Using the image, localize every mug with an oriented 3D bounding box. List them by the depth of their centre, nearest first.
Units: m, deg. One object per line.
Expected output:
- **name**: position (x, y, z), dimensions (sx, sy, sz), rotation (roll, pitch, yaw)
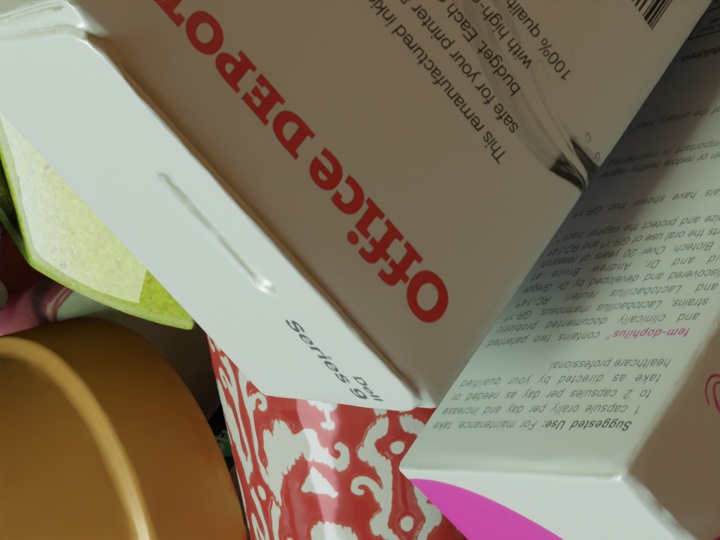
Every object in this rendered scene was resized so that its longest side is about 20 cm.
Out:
- **mug**: position (0.010, 0.002, 0.738), dimensions (0.132, 0.178, 0.201), rotation (3, 120, 18)

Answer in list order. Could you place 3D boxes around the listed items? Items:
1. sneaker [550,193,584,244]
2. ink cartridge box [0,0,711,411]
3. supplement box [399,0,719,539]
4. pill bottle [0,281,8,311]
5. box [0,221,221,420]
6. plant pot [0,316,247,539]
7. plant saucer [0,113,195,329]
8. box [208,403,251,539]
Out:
- **sneaker**: position (0.115, 0.010, 0.670), dimensions (0.075, 0.116, 0.200), rotation (-1, 133, 47)
- **ink cartridge box**: position (0.006, -0.084, 0.548), dimensions (0.146, 0.200, 0.084), rotation (48, 154, -24)
- **supplement box**: position (0.119, 0.010, 0.567), dimensions (0.101, 0.200, 0.103), rotation (47, 153, -22)
- **pill bottle**: position (-0.237, -0.044, 0.834), dimensions (0.200, 0.111, 0.111), rotation (51, 156, 5)
- **box**: position (-0.140, -0.019, 0.941), dimensions (0.199, 0.128, 0.109), rotation (22, 151, 28)
- **plant pot**: position (-0.153, 0.125, 0.789), dimensions (0.199, 0.139, 0.202), rotation (10, 103, 51)
- **plant saucer**: position (-0.131, -0.095, 0.728), dimensions (0.200, 0.048, 0.201), rotation (-133, 28, -55)
- **box**: position (-0.019, 0.109, 0.922), dimensions (0.036, 0.200, 0.145), rotation (8, 143, 44)
